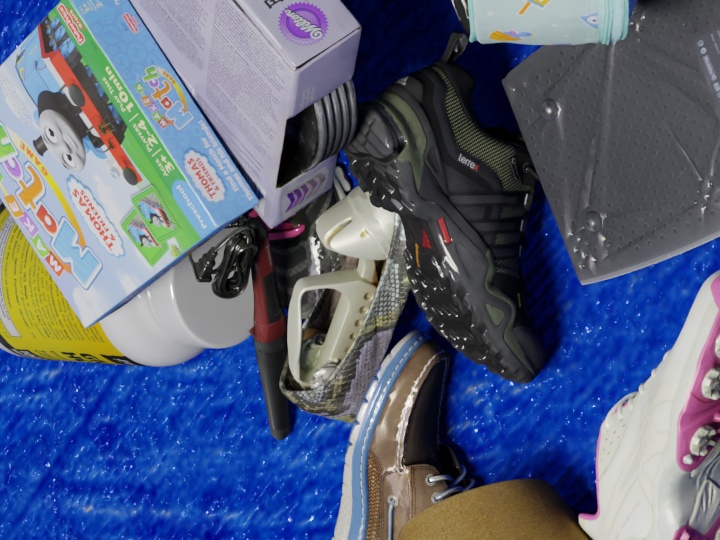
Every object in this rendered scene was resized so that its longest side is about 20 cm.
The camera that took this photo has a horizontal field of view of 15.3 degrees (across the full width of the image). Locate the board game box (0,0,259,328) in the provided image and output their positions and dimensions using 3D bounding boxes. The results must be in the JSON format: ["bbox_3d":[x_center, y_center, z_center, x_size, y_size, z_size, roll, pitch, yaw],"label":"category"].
[{"bbox_3d":[-0.150,-0.064,1.526,0.152,0.037,0.200,56,149,0],"label":"board game box"}]

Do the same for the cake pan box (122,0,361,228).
[{"bbox_3d":[-0.080,-0.137,1.431,0.200,0.052,0.184,50,161,17],"label":"cake pan box"}]

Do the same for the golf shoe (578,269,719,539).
[{"bbox_3d":[0.163,0.082,1.425,0.091,0.075,0.201,33,122,39],"label":"golf shoe"}]

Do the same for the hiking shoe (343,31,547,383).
[{"bbox_3d":[0.071,-0.029,1.480,0.076,0.100,0.201,25,148,54],"label":"hiking shoe"}]

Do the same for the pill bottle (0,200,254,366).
[{"bbox_3d":[-0.152,0.003,1.696,0.199,0.112,0.113,2,103,46],"label":"pill bottle"}]

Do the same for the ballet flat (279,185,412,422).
[{"bbox_3d":[0.000,0.000,1.550,0.072,0.072,0.201,38,120,32],"label":"ballet flat"}]

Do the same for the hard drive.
[{"bbox_3d":[0.170,-0.083,1.389,0.200,0.042,0.136,-28,81,46],"label":"hard drive"}]

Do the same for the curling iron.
[{"bbox_3d":[-0.064,0.036,1.621,0.201,0.049,0.026,76,171,-51],"label":"curling iron"}]

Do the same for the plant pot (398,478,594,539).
[{"bbox_3d":[0.094,0.224,1.479,0.186,0.185,0.201,-39,60,45],"label":"plant pot"}]

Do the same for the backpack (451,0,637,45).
[{"bbox_3d":[0.104,-0.207,1.308,0.152,0.176,0.202,7,99,2],"label":"backpack"}]

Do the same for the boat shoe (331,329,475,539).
[{"bbox_3d":[0.031,0.134,1.585,0.072,0.072,0.201,21,114,21],"label":"boat shoe"}]

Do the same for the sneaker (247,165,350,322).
[{"bbox_3d":[-0.060,-0.061,1.599,0.073,0.087,0.202,-3,101,46],"label":"sneaker"}]
